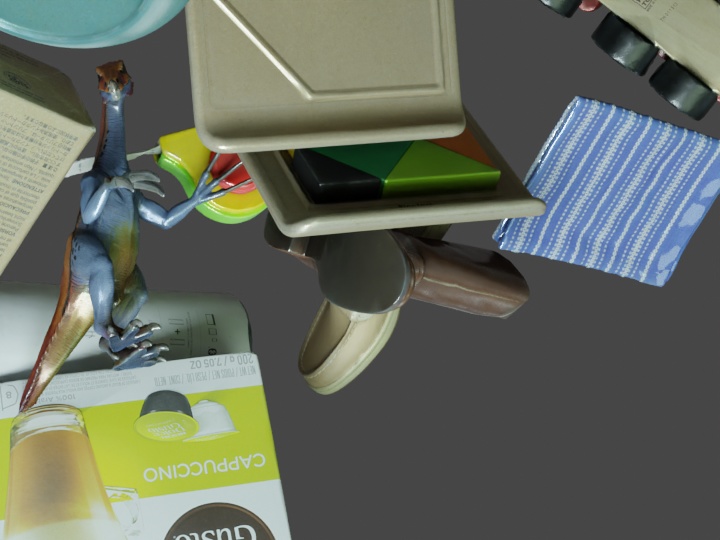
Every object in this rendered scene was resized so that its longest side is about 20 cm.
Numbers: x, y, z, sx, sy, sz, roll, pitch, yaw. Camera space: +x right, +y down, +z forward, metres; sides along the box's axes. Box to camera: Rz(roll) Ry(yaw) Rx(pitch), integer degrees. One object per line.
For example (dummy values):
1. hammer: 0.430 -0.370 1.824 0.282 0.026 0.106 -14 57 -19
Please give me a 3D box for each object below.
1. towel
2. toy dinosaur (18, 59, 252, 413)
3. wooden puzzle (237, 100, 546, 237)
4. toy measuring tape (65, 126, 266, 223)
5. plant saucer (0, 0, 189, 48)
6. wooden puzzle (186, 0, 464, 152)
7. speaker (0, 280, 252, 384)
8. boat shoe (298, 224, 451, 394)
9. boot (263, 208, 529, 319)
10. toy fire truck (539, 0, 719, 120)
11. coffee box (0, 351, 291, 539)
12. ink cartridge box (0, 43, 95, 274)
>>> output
1. towel: 0.217 -0.061 1.317 0.198 0.024 0.146 11 118 -36
2. toy dinosaur: -0.170 -0.034 1.015 0.198 0.183 0.105 -22 161 7
3. wooden puzzle: 0.004 -0.091 1.044 0.183 0.200 0.038 -6 128 -26
4. toy measuring tape: -0.123 -0.058 1.087 0.198 0.074 0.074 -17 132 -17
5. plant saucer: -0.185 -0.194 0.890 0.197 0.028 0.201 10 143 7
6. wooden puzzle: -0.026 -0.178 0.995 0.183 0.037 0.203 -6 89 -26
7. speaker: -0.181 0.052 1.136 0.198 0.081 0.082 3 123 -33
8. boat shoe: 0.000 0.000 1.213 0.064 0.071 0.201 23 101 -36
9. boot: 0.054 0.005 1.091 0.198 0.186 0.065 19 100 -32
10. toy fire truck: 0.224 -0.213 1.134 0.129 0.175 0.200 -54 174 17
11. coffee box: -0.159 0.196 1.119 0.197 0.200 0.200 -7 156 -13
12. ink cartridge box: -0.291 -0.076 0.974 0.199 0.075 0.165 23 113 -41
